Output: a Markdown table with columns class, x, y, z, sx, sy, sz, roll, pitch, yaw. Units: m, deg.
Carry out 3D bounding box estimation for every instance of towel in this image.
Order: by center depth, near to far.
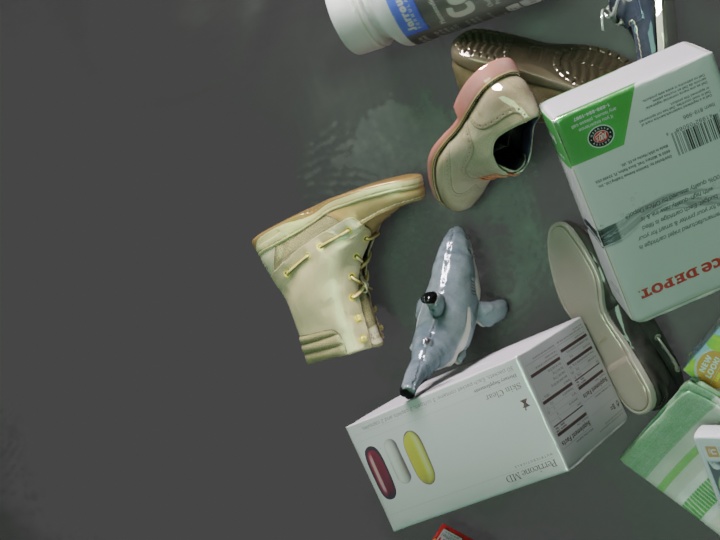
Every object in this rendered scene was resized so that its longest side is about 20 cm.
| class | x | y | z | sx | sy | sz | roll | pitch | yaw |
| --- | --- | --- | --- | --- | --- | --- | --- | --- | --- |
| towel | 0.350 | 0.198 | 1.185 | 0.200 | 0.023 | 0.153 | 38 | 139 | 12 |

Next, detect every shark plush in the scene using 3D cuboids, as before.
| class | x | y | z | sx | sy | sz | roll | pitch | yaw |
| --- | --- | --- | --- | --- | --- | --- | --- | --- | --- |
| shark plush | 0.064 | 0.046 | 1.235 | 0.091 | 0.200 | 0.083 | 14 | 134 | 30 |

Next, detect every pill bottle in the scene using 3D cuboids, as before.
| class | x | y | z | sx | sy | sz | roll | pitch | yaw |
| --- | --- | --- | --- | --- | --- | --- | --- | --- | --- |
| pill bottle | 0.072 | -0.279 | 1.218 | 0.200 | 0.114 | 0.114 | -16 | 91 | 23 |

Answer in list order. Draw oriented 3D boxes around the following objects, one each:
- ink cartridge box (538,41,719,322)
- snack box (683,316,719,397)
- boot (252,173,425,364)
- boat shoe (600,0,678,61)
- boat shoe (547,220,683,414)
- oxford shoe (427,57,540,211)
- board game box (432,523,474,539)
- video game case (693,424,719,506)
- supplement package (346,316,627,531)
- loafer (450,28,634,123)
| class | x | y | z | sx | sy | sz | roll | pitch | yaw |
| --- | --- | --- | --- | --- | --- | --- | --- | --- | --- |
| ink cartridge box | 0.261 | -0.077 | 1.128 | 0.146 | 0.083 | 0.200 | -23 | 106 | 4 |
| snack box | 0.417 | 0.061 | 1.151 | 0.169 | 0.068 | 0.200 | 40 | 108 | 10 |
| boot | 0.000 | 0.000 | 1.304 | 0.200 | 0.073 | 0.156 | -23 | 88 | 24 |
| boat shoe | 0.250 | -0.255 | 1.173 | 0.062 | 0.075 | 0.200 | -6 | 93 | 20 |
| boat shoe | 0.242 | 0.040 | 1.232 | 0.067 | 0.057 | 0.200 | -36 | 77 | 57 |
| oxford shoe | 0.114 | -0.105 | 1.198 | 0.071 | 0.200 | 0.074 | -24 | 66 | -21 |
| board game box | 0.098 | 0.364 | 1.253 | 0.151 | 0.200 | 0.046 | 25 | 140 | 16 |
| video game case | 0.402 | 0.222 | 1.121 | 0.182 | 0.023 | 0.200 | -5 | 117 | 45 |
| supplement package | 0.120 | 0.144 | 1.214 | 0.200 | 0.156 | 0.111 | -27 | 87 | 33 |
| loafer | 0.180 | -0.173 | 1.216 | 0.200 | 0.076 | 0.068 | 19 | 138 | 11 |
